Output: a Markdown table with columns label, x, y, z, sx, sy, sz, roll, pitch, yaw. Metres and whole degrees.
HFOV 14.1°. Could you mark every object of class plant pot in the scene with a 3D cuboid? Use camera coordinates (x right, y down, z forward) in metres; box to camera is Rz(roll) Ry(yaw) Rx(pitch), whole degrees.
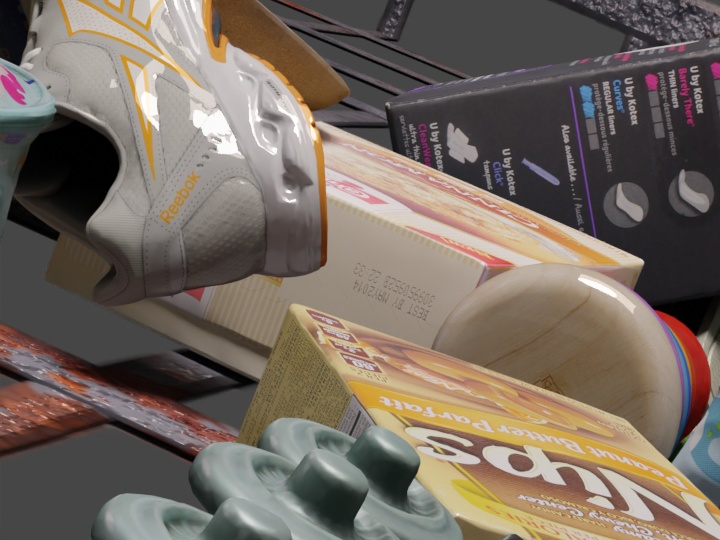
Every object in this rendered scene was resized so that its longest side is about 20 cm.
| label | x | y | z | sx | sy | sz | roll | pitch | yaw |
| --- | --- | --- | --- | --- | --- | --- | --- | --- | --- |
| plant pot | -0.090 | -0.119 | 1.125 | 0.200 | 0.028 | 0.200 | 36 | -1 | 1 |

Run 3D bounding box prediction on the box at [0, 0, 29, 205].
| label | x | y | z | sx | sy | sz | roll | pitch | yaw |
| --- | --- | --- | --- | --- | --- | --- | --- | --- | --- |
| box | -0.178 | -0.095 | 1.143 | 0.199 | 0.041 | 0.120 | 15 | 50 | -44 |

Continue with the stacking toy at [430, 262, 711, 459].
| label | x | y | z | sx | sy | sz | roll | pitch | yaw |
| --- | --- | --- | --- | --- | --- | --- | --- | --- | --- |
| stacking toy | 0.086 | 0.039 | 1.015 | 0.085 | 0.086 | 0.200 | 23 | 7 | 15 |

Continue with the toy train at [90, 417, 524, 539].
| label | x | y | z | sx | sy | sz | roll | pitch | yaw |
| --- | --- | --- | --- | --- | --- | --- | --- | --- | --- |
| toy train | 0.004 | 0.088 | 0.511 | 0.114 | 0.086 | 0.200 | 32 | 10 | 8 |

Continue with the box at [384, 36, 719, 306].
| label | x | y | z | sx | sy | sz | roll | pitch | yaw |
| --- | --- | --- | --- | --- | --- | --- | --- | --- | --- |
| box | 0.121 | -0.041 | 1.262 | 0.198 | 0.107 | 0.122 | -9 | 5 | 9 |

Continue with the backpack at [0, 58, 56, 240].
| label | x | y | z | sx | sy | sz | roll | pitch | yaw |
| --- | --- | --- | --- | --- | --- | --- | --- | --- | --- |
| backpack | -0.175 | -0.052 | 0.746 | 0.177 | 0.151 | 0.200 | 23 | 3 | 23 |

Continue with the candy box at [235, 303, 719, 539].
| label | x | y | z | sx | sy | sz | roll | pitch | yaw |
| --- | --- | --- | --- | --- | --- | --- | --- | --- | --- |
| candy box | 0.042 | 0.073 | 0.772 | 0.115 | 0.056 | 0.200 | 19 | 8 | -16 |

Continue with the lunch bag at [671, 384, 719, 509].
| label | x | y | z | sx | sy | sz | roll | pitch | yaw |
| --- | --- | --- | --- | --- | --- | --- | --- | --- | --- |
| lunch bag | 0.204 | 0.094 | 0.910 | 0.160 | 0.083 | 0.200 | 12 | 20 | -49 |

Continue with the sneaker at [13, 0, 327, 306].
| label | x | y | z | sx | sy | sz | roll | pitch | yaw |
| --- | --- | --- | --- | --- | --- | --- | --- | --- | --- |
| sneaker | -0.090 | -0.066 | 0.963 | 0.091 | 0.076 | 0.200 | -17 | 46 | -23 |

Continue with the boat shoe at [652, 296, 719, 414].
| label | x | y | z | sx | sy | sz | roll | pitch | yaw |
| --- | --- | --- | --- | --- | --- | --- | --- | --- | --- |
| boat shoe | 0.150 | 0.042 | 1.303 | 0.067 | 0.072 | 0.200 | -14 | 8 | 14 |

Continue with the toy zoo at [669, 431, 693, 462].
| label | x | y | z | sx | sy | sz | roll | pitch | yaw |
| --- | --- | --- | --- | --- | --- | --- | --- | --- | --- |
| toy zoo | 0.199 | 0.108 | 1.078 | 0.131 | 0.021 | 0.200 | 16 | 10 | -34 |

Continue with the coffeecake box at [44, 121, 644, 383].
| label | x | y | z | sx | sy | sz | roll | pitch | yaw |
| --- | --- | --- | --- | --- | --- | --- | --- | --- | --- |
| coffeecake box | 0.000 | 0.000 | 1.085 | 0.153 | 0.074 | 0.200 | 24 | 9 | 19 |
